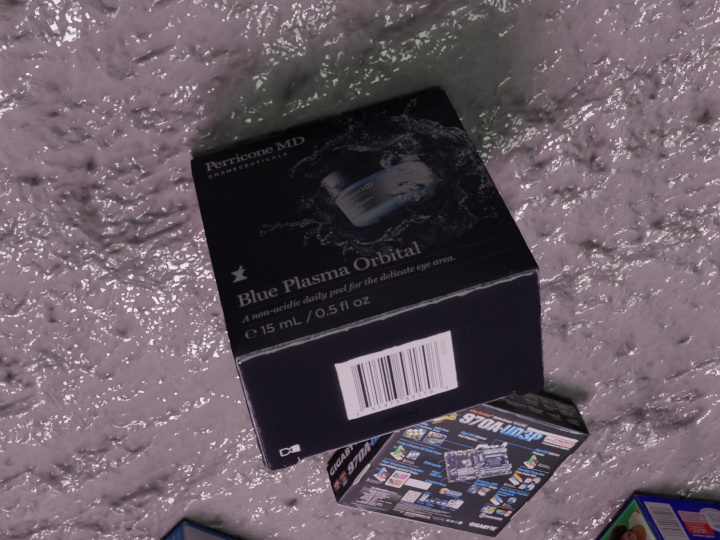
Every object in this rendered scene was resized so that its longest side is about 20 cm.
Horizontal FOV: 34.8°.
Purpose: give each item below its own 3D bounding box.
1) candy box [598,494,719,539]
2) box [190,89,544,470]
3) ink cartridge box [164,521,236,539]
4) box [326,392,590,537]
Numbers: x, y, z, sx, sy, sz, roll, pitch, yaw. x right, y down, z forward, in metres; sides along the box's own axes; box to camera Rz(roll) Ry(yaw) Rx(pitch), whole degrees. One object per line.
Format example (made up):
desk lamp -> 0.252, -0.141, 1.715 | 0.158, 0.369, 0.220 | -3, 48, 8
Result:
candy box -> 0.332, 0.349, 1.285 | 0.167, 0.077, 0.201 | 11, 124, -27
box -> 0.000, 0.000, 0.782 | 0.194, 0.201, 0.118 | -16, 134, -5
ink cartridge box -> -0.172, 0.351, 1.110 | 0.146, 0.086, 0.200 | 31, 116, -36
box -> 0.091, 0.169, 1.067 | 0.198, 0.046, 0.160 | 18, 122, -31
